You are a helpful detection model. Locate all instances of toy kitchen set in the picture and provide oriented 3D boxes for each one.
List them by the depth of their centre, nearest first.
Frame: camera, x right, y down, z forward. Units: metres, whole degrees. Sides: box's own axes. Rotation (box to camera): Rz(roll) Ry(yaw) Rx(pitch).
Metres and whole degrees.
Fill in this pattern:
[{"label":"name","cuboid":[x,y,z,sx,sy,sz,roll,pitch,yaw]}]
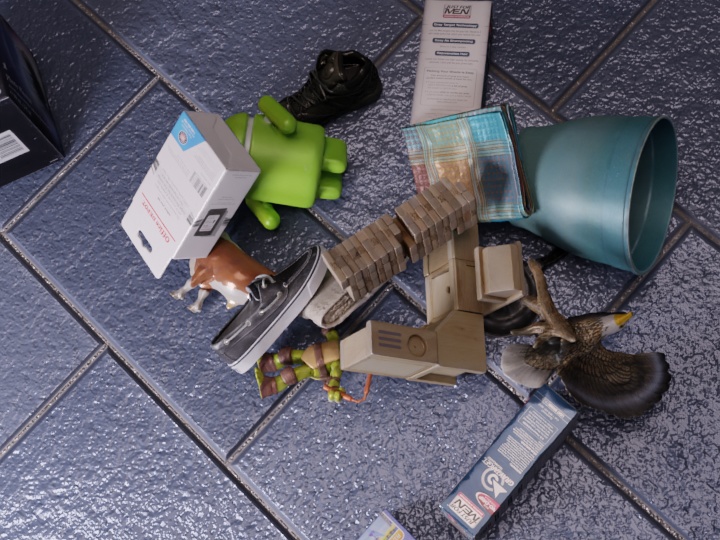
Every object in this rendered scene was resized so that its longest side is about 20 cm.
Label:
[{"label":"toy kitchen set","cuboid":[0.089,0.020,1.452,0.178,0.163,0.203,10,67,-29]}]

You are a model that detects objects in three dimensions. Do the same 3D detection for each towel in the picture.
[{"label":"towel","cuboid":[0.137,-0.133,1.516,0.022,0.199,0.149,-22,102,-38]},{"label":"towel","cuboid":[0.000,0.000,1.530,0.200,0.132,0.035,-41,109,-13]}]

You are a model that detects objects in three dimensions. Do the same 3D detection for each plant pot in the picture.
[{"label":"plant pot","cuboid":[0.292,-0.109,1.499,0.186,0.200,0.203,11,72,29]}]

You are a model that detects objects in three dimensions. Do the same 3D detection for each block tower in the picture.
[{"label":"block tower","cuboid":[0.051,-0.040,1.448,0.198,0.058,0.054,-31,55,-10]}]

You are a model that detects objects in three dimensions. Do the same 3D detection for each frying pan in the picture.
[{"label":"frying pan","cuboid":[0.225,0.021,1.546,0.187,0.031,0.117,-15,70,6]}]

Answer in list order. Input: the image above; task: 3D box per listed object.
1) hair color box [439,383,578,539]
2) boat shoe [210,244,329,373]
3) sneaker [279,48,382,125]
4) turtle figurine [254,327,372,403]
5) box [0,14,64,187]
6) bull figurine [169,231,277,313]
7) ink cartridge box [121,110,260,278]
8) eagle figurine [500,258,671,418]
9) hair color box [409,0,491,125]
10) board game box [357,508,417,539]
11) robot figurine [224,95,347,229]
[{"label":"hair color box","cuboid":[0.185,0.241,1.433,0.060,0.100,0.200,39,80,18]},{"label":"boat shoe","cuboid":[-0.119,0.037,1.513,0.068,0.072,0.201,42,85,-21]},{"label":"sneaker","cuboid":[-0.067,-0.251,1.641,0.197,0.114,0.077,-26,67,1]},{"label":"turtle figurine","cuboid":[-0.060,0.112,1.537,0.159,0.065,0.202,-12,49,4]},{"label":"box","cuboid":[-0.540,-0.263,1.670,0.122,0.200,0.201,-23,69,0]},{"label":"bull figurine","cuboid":[-0.185,0.013,1.590,0.199,0.065,0.122,31,80,19]},{"label":"ink cartridge box","cuboid":[-0.230,-0.098,1.541,0.116,0.066,0.201,52,122,25]},{"label":"eagle figurine","cuboid":[0.280,0.092,1.421,0.149,0.199,0.154,4,71,39]},{"label":"hair color box","cuboid":[0.131,-0.281,1.639,0.098,0.061,0.203,4,72,11]},{"label":"board game box","cuboid":[0.013,0.418,1.431,0.135,0.035,0.200,42,81,19]},{"label":"robot figurine","cuboid":[-0.119,-0.153,1.598,0.197,0.177,0.116,9,36,-6]}]
